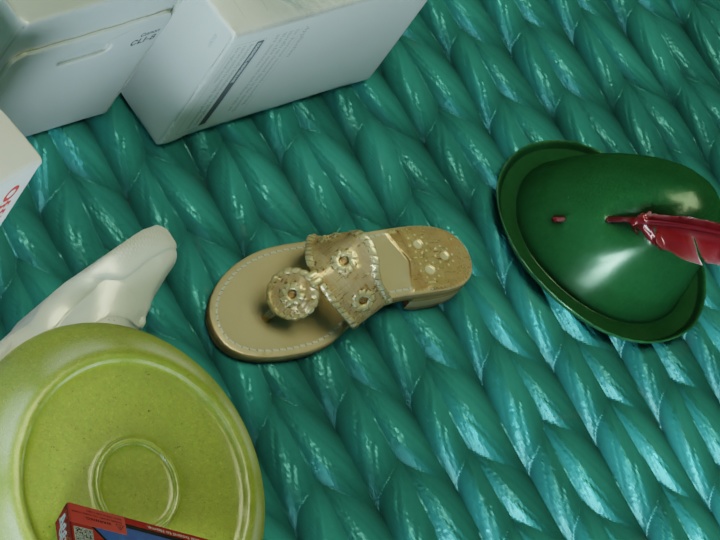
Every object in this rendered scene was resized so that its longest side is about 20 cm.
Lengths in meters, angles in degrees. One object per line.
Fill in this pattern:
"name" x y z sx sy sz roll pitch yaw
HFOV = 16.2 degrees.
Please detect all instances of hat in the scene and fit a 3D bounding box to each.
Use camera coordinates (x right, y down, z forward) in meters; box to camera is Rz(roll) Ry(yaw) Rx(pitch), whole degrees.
"hat" 0.217 -0.059 1.724 0.200 0.176 0.166 40 44 0

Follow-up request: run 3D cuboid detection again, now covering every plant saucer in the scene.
"plant saucer" -0.131 0.123 1.414 0.199 0.031 0.201 12 68 -32

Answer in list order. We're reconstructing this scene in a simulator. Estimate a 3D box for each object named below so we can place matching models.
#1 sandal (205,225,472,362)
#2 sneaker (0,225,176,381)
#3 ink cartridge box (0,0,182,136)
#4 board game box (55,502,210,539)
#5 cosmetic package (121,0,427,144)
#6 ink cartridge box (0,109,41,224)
"sandal" -0.003 -0.005 1.615 0.211 0.070 0.078 -14 65 -40
"sneaker" -0.161 0.055 1.475 0.089 0.075 0.200 48 52 -4
"ink cartridge box" -0.231 -0.197 1.565 0.145 0.145 0.200 -21 69 -42
"board game box" -0.066 0.188 1.363 0.199 0.019 0.103 18 32 -24
"cosmetic package" -0.090 -0.216 1.690 0.200 0.123 0.200 -21 70 -43
"ink cartridge box" -0.286 -0.012 1.382 0.084 0.146 0.200 47 45 6
